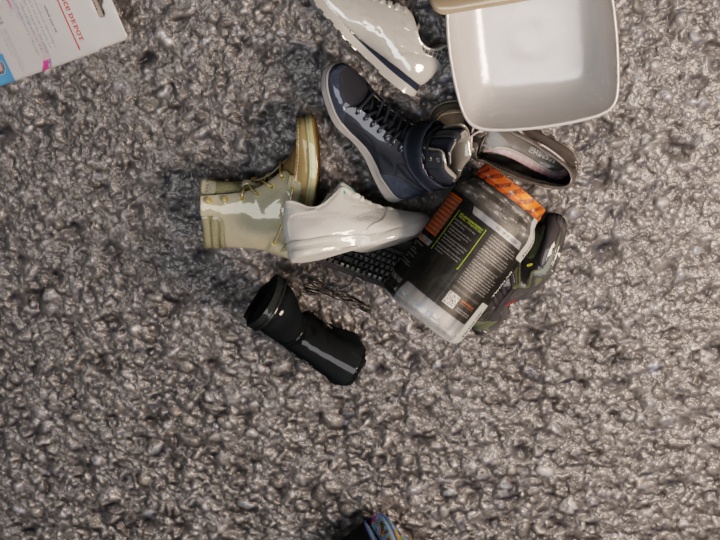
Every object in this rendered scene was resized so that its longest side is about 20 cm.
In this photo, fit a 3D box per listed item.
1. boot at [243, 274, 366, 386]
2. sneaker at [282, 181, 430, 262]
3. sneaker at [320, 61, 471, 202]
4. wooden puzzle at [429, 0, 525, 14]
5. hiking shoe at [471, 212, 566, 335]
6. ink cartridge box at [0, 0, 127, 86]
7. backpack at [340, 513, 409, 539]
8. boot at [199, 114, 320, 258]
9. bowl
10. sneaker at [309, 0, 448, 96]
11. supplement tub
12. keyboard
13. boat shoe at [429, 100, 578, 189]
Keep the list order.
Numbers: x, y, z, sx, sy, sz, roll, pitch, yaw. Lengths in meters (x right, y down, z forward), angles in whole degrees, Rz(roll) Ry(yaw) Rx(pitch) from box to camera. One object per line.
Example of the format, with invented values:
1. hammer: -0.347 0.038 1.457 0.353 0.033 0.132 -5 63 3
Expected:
1. boot: -0.064 0.082 1.679 0.167 0.200 0.077 32 82 -7
2. sneaker: -0.003 -0.068 1.610 0.198 0.075 0.090 -8 81 -26
3. sneaker: 0.050 -0.178 1.566 0.145 0.077 0.203 -5 129 48
4. wooden puzzle: 0.169 -0.349 1.440 0.182 0.201 0.038 -8 129 11
5. hiking shoe: 0.180 -0.007 1.661 0.100 0.076 0.200 34 115 -13
6. ink cartridge box: -0.386 -0.314 1.591 0.197 0.068 0.116 -16 112 14
7. backpack: 0.052 0.475 1.852 0.134 0.183 0.200 -37 121 4
8. boot: -0.129 -0.109 1.651 0.152 0.072 0.202 7 120 -1
9. bowl: 0.204 -0.274 1.535 0.197 0.075 0.202 -6 114 9
10. sneaker: 0.014 -0.301 1.556 0.199 0.077 0.081 39 101 -16
11. supplement tub: 0.130 -0.022 1.587 0.122 0.123 0.201 37 94 -11
12. keyboard: 0.000 0.000 1.683 0.198 0.021 0.128 20 117 -24
13. boat shoe: 0.179 -0.156 1.602 0.198 0.057 0.067 21 116 -3
